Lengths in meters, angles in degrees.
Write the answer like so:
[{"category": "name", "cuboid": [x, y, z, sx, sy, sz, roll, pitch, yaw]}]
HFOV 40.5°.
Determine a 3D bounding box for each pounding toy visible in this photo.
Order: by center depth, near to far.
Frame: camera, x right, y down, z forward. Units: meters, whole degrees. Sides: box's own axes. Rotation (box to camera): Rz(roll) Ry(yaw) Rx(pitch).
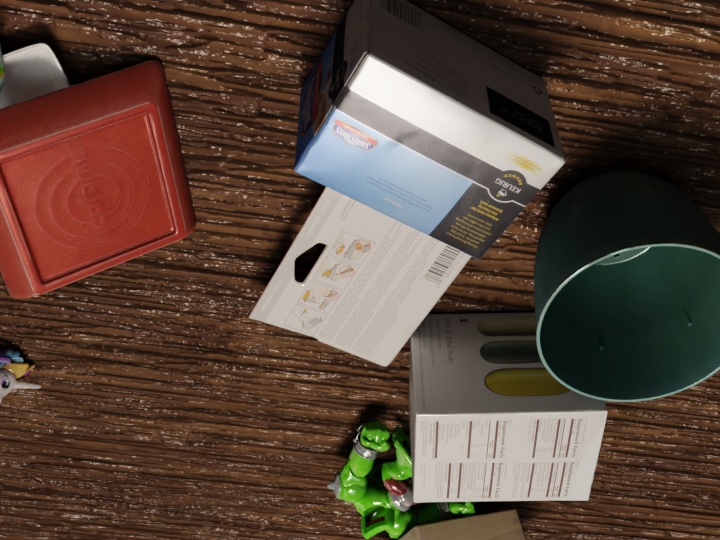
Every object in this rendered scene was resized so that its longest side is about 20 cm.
[{"category": "pounding toy", "cuboid": [0.133, 0.426, 1.299, 0.181, 0.144, 0.201, -3, 150, -24]}]

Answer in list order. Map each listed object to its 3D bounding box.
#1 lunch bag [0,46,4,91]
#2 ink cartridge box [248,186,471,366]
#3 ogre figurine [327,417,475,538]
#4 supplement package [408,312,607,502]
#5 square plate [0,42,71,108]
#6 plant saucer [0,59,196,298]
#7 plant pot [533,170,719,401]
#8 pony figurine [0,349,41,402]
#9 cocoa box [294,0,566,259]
[{"category": "lunch bag", "cuboid": [-0.409, -0.208, 0.812, 0.196, 0.083, 0.163, 2, 116, 0]}, {"category": "ink cartridge box", "cuboid": [0.000, 0.000, 1.030, 0.174, 0.045, 0.201, 21, 127, -18]}, {"category": "ogre figurine", "cuboid": [0.043, 0.274, 1.232, 0.119, 0.099, 0.199, -37, 140, 18]}, {"category": "supplement package", "cuboid": [0.155, 0.151, 1.090, 0.196, 0.153, 0.152, -1, 131, 1]}, {"category": "square plate", "cuboid": [-0.337, -0.112, 0.943, 0.195, 0.029, 0.202, -14, 130, 11]}, {"category": "plant saucer", "cuboid": [-0.254, -0.073, 0.911, 0.198, 0.037, 0.202, -22, 134, -19]}, {"category": "plant pot", "cuboid": [0.260, 0.000, 0.952, 0.197, 0.162, 0.203, 0, 131, 0]}, {"category": "pony figurine", "cuboid": [-0.479, 0.139, 1.079, 0.191, 0.201, 0.167, 29, 134, -4]}, {"category": "cocoa box", "cuboid": [0.056, -0.129, 0.858, 0.198, 0.134, 0.132, 24, 128, -20]}]
